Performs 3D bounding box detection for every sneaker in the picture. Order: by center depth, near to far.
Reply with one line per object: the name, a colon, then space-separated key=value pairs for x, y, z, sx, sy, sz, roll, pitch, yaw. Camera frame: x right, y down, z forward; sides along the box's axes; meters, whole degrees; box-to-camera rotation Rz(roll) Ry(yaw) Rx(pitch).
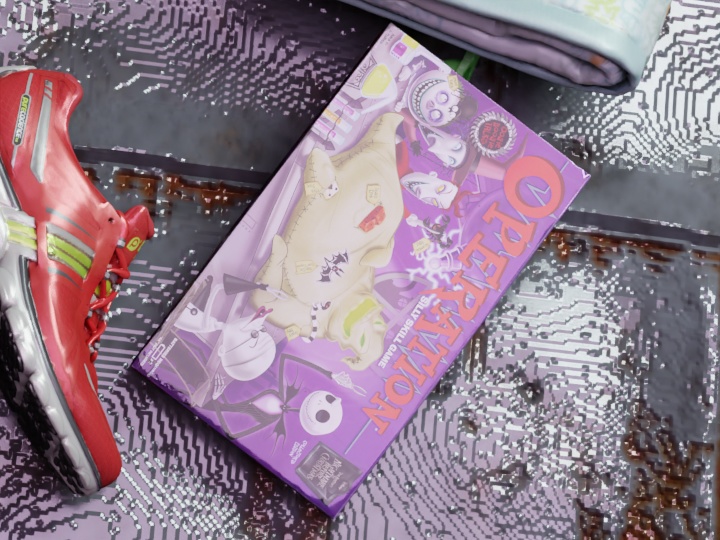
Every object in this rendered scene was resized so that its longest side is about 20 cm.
sneaker: x=-0.131 y=0.000 z=1.299 sx=0.085 sy=0.077 sz=0.200 roll=-13 pitch=83 yaw=-16

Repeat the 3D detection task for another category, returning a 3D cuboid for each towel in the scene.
towel: x=0.062 y=-0.186 z=1.358 sx=0.200 sy=0.048 sz=0.171 roll=21 pitch=64 yaw=1

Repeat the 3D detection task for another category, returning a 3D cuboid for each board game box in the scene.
board game box: x=0.000 y=0.000 z=1.331 sx=0.120 sy=0.032 sz=0.200 roll=37 pitch=86 yaw=-6

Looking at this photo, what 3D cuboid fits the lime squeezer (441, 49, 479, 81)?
lime squeezer: x=0.026 y=-0.099 z=1.367 sx=0.071 sy=0.038 sz=0.200 roll=-13 pitch=83 yaw=-14
